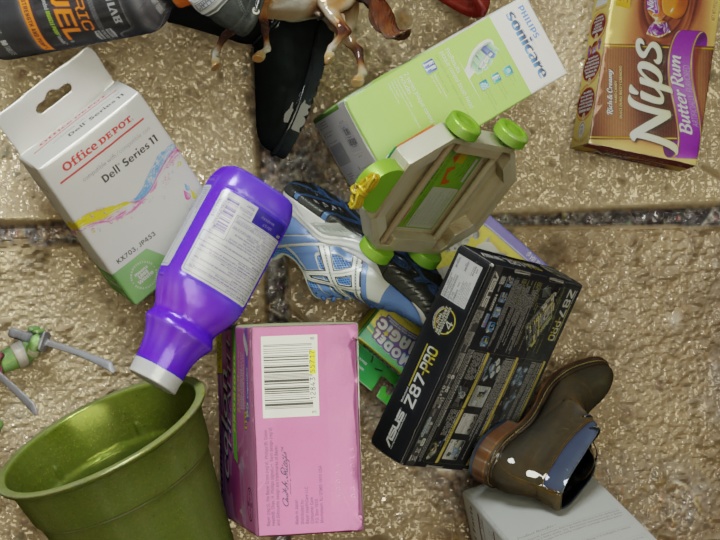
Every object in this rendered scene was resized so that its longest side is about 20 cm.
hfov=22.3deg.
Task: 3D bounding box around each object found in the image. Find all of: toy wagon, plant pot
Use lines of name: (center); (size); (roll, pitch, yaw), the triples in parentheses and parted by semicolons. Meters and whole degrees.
toy wagon: (0.057, -0.073, 1.604); (0.199, 0.040, 0.156); (5, 128, -48)
plant pot: (-0.190, 0.224, 1.611); (0.199, 0.200, 0.191); (-28, 107, -12)

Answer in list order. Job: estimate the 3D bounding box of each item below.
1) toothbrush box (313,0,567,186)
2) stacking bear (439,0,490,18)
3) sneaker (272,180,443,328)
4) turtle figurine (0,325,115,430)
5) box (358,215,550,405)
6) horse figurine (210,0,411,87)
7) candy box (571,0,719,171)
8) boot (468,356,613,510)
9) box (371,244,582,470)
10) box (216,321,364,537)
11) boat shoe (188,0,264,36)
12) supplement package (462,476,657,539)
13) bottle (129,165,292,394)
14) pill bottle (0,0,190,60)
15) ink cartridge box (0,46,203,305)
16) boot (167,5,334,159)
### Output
toothbrush box: (0.071, -0.160, 1.687); (0.199, 0.146, 0.087); (-30, 94, -11)
stacking bear: (0.121, -0.362, 1.726); (0.113, 0.122, 0.201); (29, 71, 15)
sneaker: (0.000, 0.000, 1.687); (0.199, 0.076, 0.077); (37, 110, 16)
turtle figurine: (-0.326, 0.047, 1.595); (0.143, 0.199, 0.195); (-28, 90, -46)
box: (0.078, 0.042, 1.734); (0.117, 0.048, 0.201); (39, 82, -9)
horse figurine: (-0.055, -0.232, 1.631); (0.198, 0.050, 0.134); (5, 57, -4)
candy box: (0.281, -0.207, 1.782); (0.115, 0.056, 0.202); (11, 85, -12)
boot: (0.199, 0.156, 1.706); (0.199, 0.096, 0.075); (-36, 136, -35)
box: (0.109, 0.085, 1.669); (0.160, 0.049, 0.202); (11, 105, -50)
box: (-0.066, 0.135, 1.619); (0.096, 0.200, 0.178); (-1, 89, -12)
boat shoe: (-0.096, -0.279, 1.594); (0.057, 0.068, 0.201); (40, 44, -22)
supplement package: (0.187, 0.272, 1.661); (0.116, 0.200, 0.118); (-17, 112, -12)
bottle: (-0.136, 0.010, 1.606); (0.083, 0.065, 0.201); (31, 79, -23)
pill bottle: (-0.236, -0.253, 1.602); (0.198, 0.106, 0.107); (-9, 90, 14)
ink cartridge box: (-0.220, -0.085, 1.626); (0.117, 0.067, 0.201); (-39, 117, -11)
boot: (-0.109, -0.220, 1.685); (0.161, 0.073, 0.200); (20, 77, -14)
